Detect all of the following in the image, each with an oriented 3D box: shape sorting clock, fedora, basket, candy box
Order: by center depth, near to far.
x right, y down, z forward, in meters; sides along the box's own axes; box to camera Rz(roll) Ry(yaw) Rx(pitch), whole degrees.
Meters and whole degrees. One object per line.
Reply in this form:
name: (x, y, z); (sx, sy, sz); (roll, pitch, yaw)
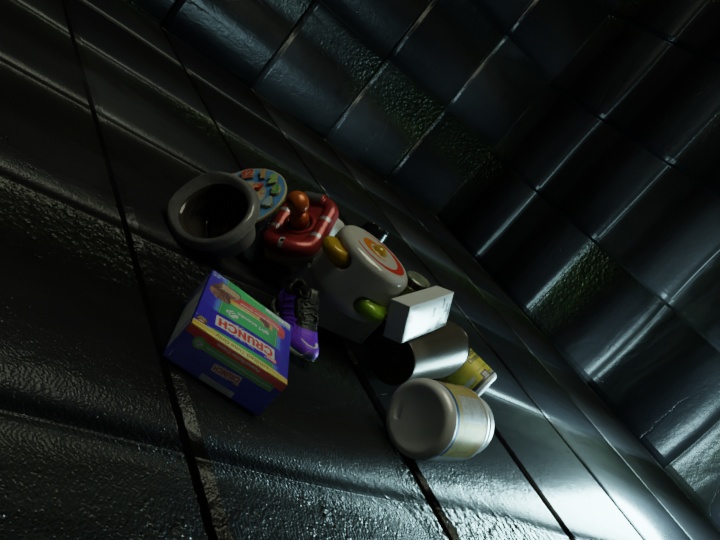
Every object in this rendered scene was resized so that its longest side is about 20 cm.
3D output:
candy box: (-0.195, 0.106, 1.057); (0.169, 0.077, 0.200); (37, 16, -16)
fedora: (-0.277, -0.096, 1.351); (0.200, 0.177, 0.090); (33, -22, 33)
shape sorting clock: (-0.257, -0.161, 1.494); (0.200, 0.199, 0.039); (-122, -167, -50)
basket: (0.118, 0.184, 1.510); (0.200, 0.180, 0.137); (-1, 75, -56)

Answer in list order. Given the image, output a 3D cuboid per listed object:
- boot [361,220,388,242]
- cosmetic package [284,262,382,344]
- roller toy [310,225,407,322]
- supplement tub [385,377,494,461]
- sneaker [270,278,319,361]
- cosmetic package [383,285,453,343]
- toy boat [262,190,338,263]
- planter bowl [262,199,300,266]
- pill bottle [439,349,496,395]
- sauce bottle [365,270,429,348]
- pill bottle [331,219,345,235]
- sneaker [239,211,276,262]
boot: (0.015, -0.043, 1.772); (0.073, 0.163, 0.198); (42, -7, -23)
cosmetic package: (-0.059, 0.072, 1.499); (0.200, 0.081, 0.113); (29, 21, -42)
roller toy: (0.000, 0.000, 1.429); (0.200, 0.140, 0.182); (42, 16, -2)
supplement tub: (0.155, 0.285, 1.293); (0.200, 0.145, 0.145); (22, 23, -52)
sneaker: (-0.111, 0.081, 1.295); (0.069, 0.100, 0.200); (28, 19, -35)
cosmetic package: (0.126, 0.090, 1.443); (0.050, 0.083, 0.200); (19, 17, 30)
toy boat: (-0.132, -0.112, 1.461); (0.130, 0.131, 0.200); (13, 50, 16)
planter bowl: (-0.157, -0.070, 1.574); (0.201, 0.200, 0.084); (53, -19, 39)
pill bottle: (0.235, 0.233, 1.719); (0.200, 0.112, 0.112); (45, 15, 15)
sauce bottle: (0.078, 0.095, 1.540); (0.065, 0.200, 0.065); (28, 20, -11)
pill bottle: (-0.115, -0.086, 1.757); (0.114, 0.114, 0.200); (43, 14, 11)
sneaker: (-0.244, -0.091, 1.516); (0.070, 0.082, 0.201); (56, 33, -37)
